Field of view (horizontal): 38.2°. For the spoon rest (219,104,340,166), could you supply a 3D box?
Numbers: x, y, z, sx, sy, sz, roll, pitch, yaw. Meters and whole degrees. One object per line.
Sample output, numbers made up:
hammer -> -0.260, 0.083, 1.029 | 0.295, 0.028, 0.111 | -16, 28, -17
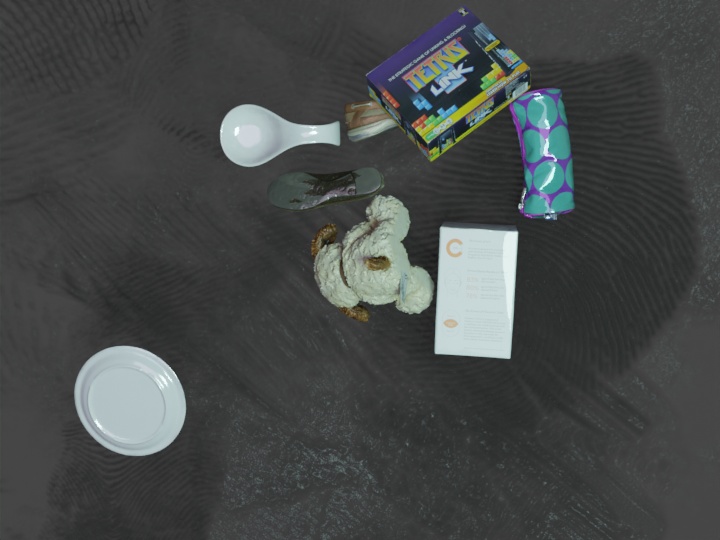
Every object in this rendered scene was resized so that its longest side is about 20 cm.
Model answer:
spoon rest -> -0.134, -0.222, 1.688 | 0.196, 0.061, 0.101 | -2, 97, 6

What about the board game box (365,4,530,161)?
board game box -> 0.134, -0.289, 1.587 | 0.199, 0.057, 0.166 | -37, 65, -8

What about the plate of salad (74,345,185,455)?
plate of salad -> -0.393, 0.222, 1.783 | 0.196, 0.048, 0.204 | 2, 107, 7

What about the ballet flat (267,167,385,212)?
ballet flat -> -0.056, -0.134, 1.701 | 0.197, 0.046, 0.069 | -8, 82, 11

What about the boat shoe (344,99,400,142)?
boat shoe -> 0.065, -0.265, 1.652 | 0.197, 0.076, 0.073 | -17, 93, 7

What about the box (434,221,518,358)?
box -> 0.185, 0.029, 1.662 | 0.122, 0.097, 0.204 | 4, 98, 7

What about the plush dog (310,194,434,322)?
plush dog -> 0.000, 0.000, 1.670 | 0.170, 0.160, 0.203 | -20, 94, 35

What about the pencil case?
pencil case -> 0.284, -0.182, 1.629 | 0.091, 0.085, 0.204 | -8, 96, -7
